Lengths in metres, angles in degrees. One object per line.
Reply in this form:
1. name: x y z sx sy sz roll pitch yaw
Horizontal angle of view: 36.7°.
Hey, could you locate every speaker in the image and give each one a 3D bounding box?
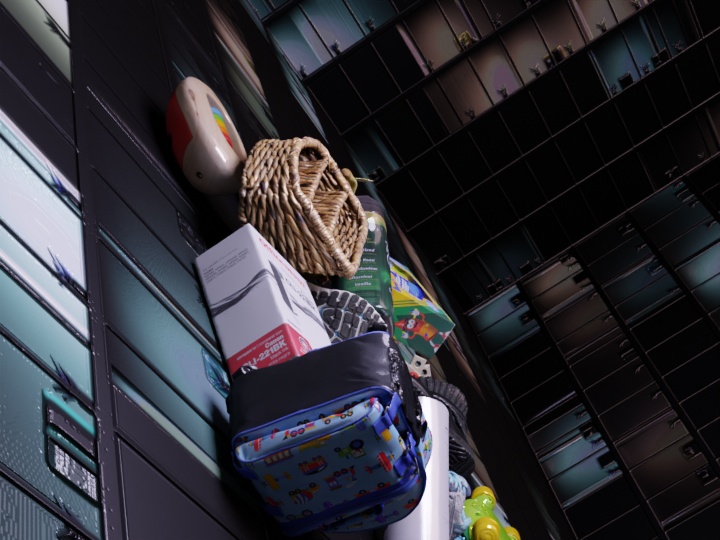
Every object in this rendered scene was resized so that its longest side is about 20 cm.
1. speaker: 0.069 0.260 1.313 0.081 0.080 0.203 49 35 -48

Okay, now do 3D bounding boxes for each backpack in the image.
1. backpack: -0.017 0.177 1.034 0.136 0.179 0.202 -97 167 -53

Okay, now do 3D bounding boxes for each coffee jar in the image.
1. coffee jar: 0.000 0.000 1.507 0.105 0.084 0.203 83 1 -57

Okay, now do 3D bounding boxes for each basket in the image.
1. basket: -0.066 -0.092 1.383 0.201 0.146 0.145 -71 163 -67

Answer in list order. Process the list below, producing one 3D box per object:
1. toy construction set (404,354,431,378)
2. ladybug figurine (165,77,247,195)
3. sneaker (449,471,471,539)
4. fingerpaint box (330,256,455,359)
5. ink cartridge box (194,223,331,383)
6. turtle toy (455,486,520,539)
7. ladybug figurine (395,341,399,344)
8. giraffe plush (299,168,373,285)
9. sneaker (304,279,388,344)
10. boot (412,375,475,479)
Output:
1. toy construction set: 0.036 0.145 1.719 0.132 0.091 0.200 60 -12 -11
2. ladybug figurine: -0.206 -0.172 1.427 0.136 0.071 0.202 52 11 -44
3. sneaker: 0.099 0.287 1.461 0.078 0.085 0.202 -127 -163 -52
4. fingerpaint box: 0.035 0.029 1.706 0.166 0.074 0.200 30 12 -33
5. ink cartridge box: -0.097 0.070 1.220 0.144 0.083 0.202 48 13 -50
6. turtle toy: 0.187 0.425 1.597 0.202 0.100 0.146 58 10 -8
7. ladybug figurine: 0.008 0.078 1.881 0.137 0.071 0.200 62 8 27
8. giraffe plush: -0.081 -0.064 1.657 0.173 0.196 0.166 92 1 -83
9. sneaker: -0.050 0.056 1.399 0.198 0.079 0.090 30 -8 4
10. boot: 0.086 0.189 1.553 0.212 0.079 0.159 52 18 -25
